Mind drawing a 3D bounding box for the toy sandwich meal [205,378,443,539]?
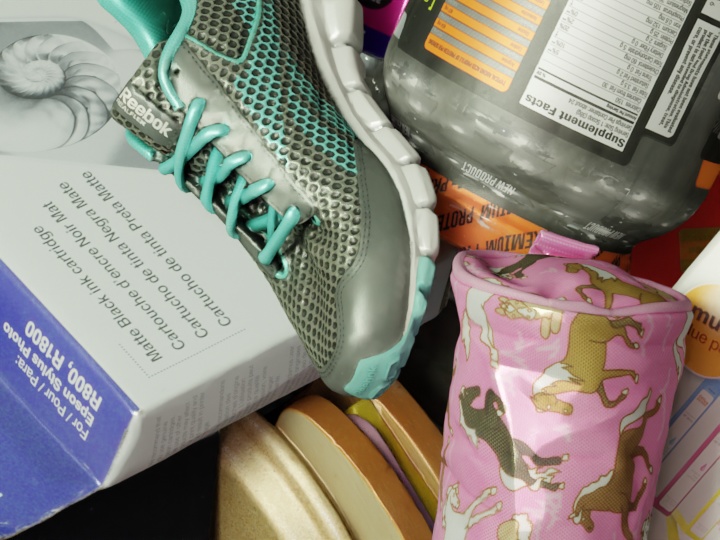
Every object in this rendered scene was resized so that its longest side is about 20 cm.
[{"bbox_3d":[-0.033,0.104,1.114,0.205,0.070,0.206,33,138,36],"label":"toy sandwich meal"}]

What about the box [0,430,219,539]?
[{"bbox_3d":[-0.155,0.111,1.105,0.182,0.104,0.200,32,130,33],"label":"box"}]

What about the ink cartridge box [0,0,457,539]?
[{"bbox_3d":[-0.103,-0.018,1.046,0.200,0.200,0.041,43,143,27],"label":"ink cartridge box"}]

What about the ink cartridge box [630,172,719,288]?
[{"bbox_3d":[0.176,-0.072,1.065,0.199,0.045,0.177,-3,86,23],"label":"ink cartridge box"}]

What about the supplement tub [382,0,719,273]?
[{"bbox_3d":[0.086,-0.098,1.013,0.122,0.122,0.200,30,100,20],"label":"supplement tub"}]

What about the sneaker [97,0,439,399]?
[{"bbox_3d":[-0.038,-0.040,0.988,0.078,0.091,0.200,-61,37,43],"label":"sneaker"}]

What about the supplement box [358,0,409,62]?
[{"bbox_3d":[0.025,-0.181,1.100,0.101,0.103,0.200,26,97,22],"label":"supplement box"}]

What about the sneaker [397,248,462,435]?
[{"bbox_3d":[0.000,0.000,1.116,0.200,0.082,0.070,36,102,20],"label":"sneaker"}]

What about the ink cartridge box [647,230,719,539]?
[{"bbox_3d":[0.154,0.062,1.010,0.129,0.125,0.200,45,115,18],"label":"ink cartridge box"}]

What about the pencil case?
[{"bbox_3d":[0.055,0.092,0.950,0.086,0.083,0.201,21,107,49],"label":"pencil case"}]
